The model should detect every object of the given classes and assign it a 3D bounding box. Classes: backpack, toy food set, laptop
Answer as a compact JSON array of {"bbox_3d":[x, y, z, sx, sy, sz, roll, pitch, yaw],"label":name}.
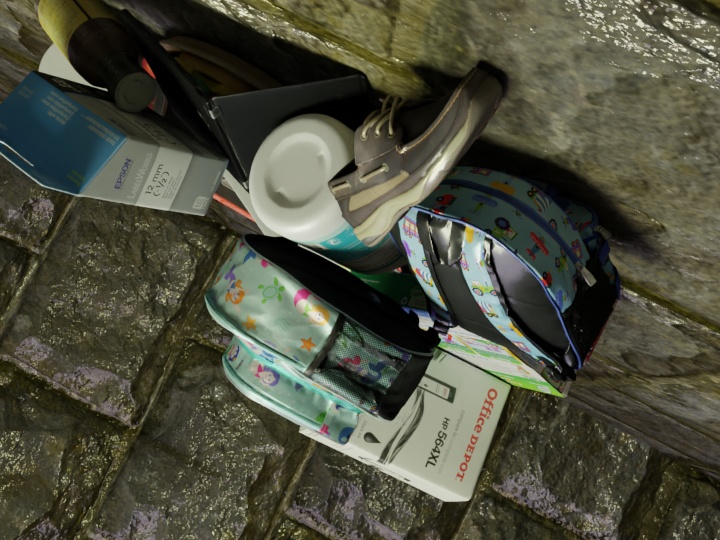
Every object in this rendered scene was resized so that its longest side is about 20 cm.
[{"bbox_3d":[-0.052,0.056,0.968,0.200,0.151,0.178,36,-176,-17],"label":"backpack"},{"bbox_3d":[0.122,-0.020,0.907,0.182,0.135,0.200,21,158,39],"label":"backpack"},{"bbox_3d":[-0.138,-0.184,1.094,0.197,0.049,0.200,29,175,-14],"label":"toy food set"},{"bbox_3d":[-0.096,-0.162,0.963,0.200,0.116,0.187,46,170,18],"label":"laptop"}]

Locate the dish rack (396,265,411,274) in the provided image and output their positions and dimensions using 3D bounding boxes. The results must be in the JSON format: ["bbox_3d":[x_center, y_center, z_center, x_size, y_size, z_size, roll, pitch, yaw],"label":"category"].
[{"bbox_3d":[0.061,-0.012,1.279,0.054,0.154,0.200,-21,156,16],"label":"dish rack"}]

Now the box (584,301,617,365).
[{"bbox_3d":[0.179,0.018,1.172,0.199,0.096,0.100,24,172,31],"label":"box"}]

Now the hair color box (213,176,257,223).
[{"bbox_3d":[-0.135,-0.120,1.400,0.200,0.102,0.061,30,174,-30],"label":"hair color box"}]

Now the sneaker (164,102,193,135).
[{"bbox_3d":[-0.227,-0.168,1.304,0.200,0.091,0.076,50,160,32],"label":"sneaker"}]

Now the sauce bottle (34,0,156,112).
[{"bbox_3d":[-0.252,-0.214,0.980,0.065,0.065,0.200,34,-168,-49],"label":"sauce bottle"}]

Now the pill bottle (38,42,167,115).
[{"bbox_3d":[-0.288,-0.204,1.162,0.115,0.116,0.200,28,-178,-4],"label":"pill bottle"}]

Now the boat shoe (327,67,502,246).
[{"bbox_3d":[0.029,-0.088,0.763,0.073,0.075,0.200,41,141,-3],"label":"boat shoe"}]

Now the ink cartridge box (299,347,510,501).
[{"bbox_3d":[0.052,0.158,1.180,0.199,0.147,0.084,26,162,-8],"label":"ink cartridge box"}]

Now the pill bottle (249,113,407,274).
[{"bbox_3d":[-0.007,-0.061,0.955,0.110,0.111,0.200,24,179,31],"label":"pill bottle"}]

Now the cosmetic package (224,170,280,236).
[{"bbox_3d":[-0.096,-0.089,1.257,0.200,0.071,0.101,54,-172,28],"label":"cosmetic package"}]

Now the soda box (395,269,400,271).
[{"bbox_3d":[0.109,-0.008,1.447,0.199,0.064,0.070,26,174,26],"label":"soda box"}]

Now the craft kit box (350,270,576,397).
[{"bbox_3d":[0.109,0.067,1.144,0.199,0.049,0.197,10,156,45],"label":"craft kit box"}]

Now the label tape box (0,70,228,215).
[{"bbox_3d":[-0.236,-0.117,0.918,0.143,0.066,0.200,34,-168,29],"label":"label tape box"}]
